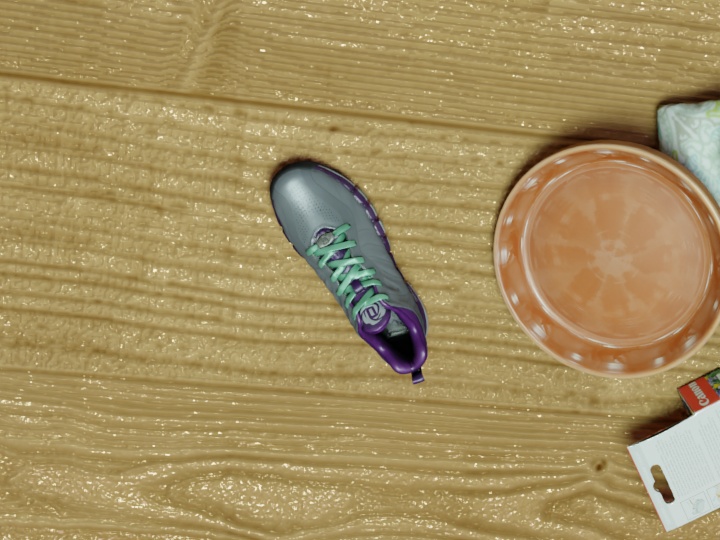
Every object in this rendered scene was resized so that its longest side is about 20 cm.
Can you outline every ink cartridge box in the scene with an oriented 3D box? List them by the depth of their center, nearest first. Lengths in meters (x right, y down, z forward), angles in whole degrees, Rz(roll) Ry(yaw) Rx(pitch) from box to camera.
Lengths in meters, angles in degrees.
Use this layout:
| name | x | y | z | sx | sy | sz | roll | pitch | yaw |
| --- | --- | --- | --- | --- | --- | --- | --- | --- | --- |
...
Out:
| name | x | y | z | sx | sy | sz | roll | pitch | yaw |
| --- | --- | --- | --- | --- | --- | --- | --- | --- | --- |
| ink cartridge box | 0.342 | 0.144 | 1.197 | 0.198 | 0.050 | 0.110 | -27 | 114 | 5 |

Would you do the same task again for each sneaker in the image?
| name | x | y | z | sx | sy | sz | roll | pitch | yaw |
| --- | --- | --- | --- | --- | --- | --- | --- | --- | --- |
| sneaker | 0.000 | 0.000 | 1.070 | 0.074 | 0.088 | 0.201 | -35 | 113 | 8 |

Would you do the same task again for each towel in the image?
| name | x | y | z | sx | sy | sz | roll | pitch | yaw |
| --- | --- | --- | --- | --- | --- | --- | --- | --- | --- |
| towel | 0.346 | -0.058 | 1.063 | 0.197 | 0.048 | 0.174 | -4 | 95 | 23 |

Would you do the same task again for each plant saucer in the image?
| name | x | y | z | sx | sy | sz | roll | pitch | yaw |
| --- | --- | --- | --- | --- | --- | --- | --- | --- | --- |
| plant saucer | 0.207 | -0.009 | 1.083 | 0.198 | 0.032 | 0.203 | 10 | 113 | 23 |
